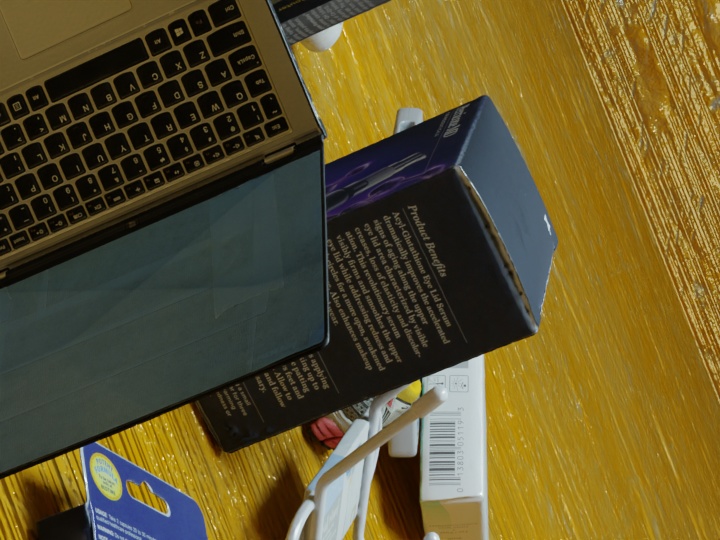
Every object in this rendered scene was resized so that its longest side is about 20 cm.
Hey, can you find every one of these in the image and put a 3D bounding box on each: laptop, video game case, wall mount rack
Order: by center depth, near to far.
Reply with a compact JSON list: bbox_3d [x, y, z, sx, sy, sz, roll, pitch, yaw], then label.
[{"bbox_3d":[-0.119,-0.039,0.799,0.201,0.186,0.116,67,16,-4],"label":"laptop"},{"bbox_3d":[0.016,0.116,1.121,0.200,0.074,0.175,-52,153,-65],"label":"wall mount rack"},{"bbox_3d":[0.032,0.004,1.365,0.182,0.022,0.201,-78,168,-73],"label":"video game case"}]

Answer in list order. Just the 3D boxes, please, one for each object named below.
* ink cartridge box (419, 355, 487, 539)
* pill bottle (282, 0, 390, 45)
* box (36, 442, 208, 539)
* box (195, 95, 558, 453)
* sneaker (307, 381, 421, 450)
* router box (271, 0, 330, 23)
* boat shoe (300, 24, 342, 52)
[{"bbox_3d":[0.070,0.135,1.413,0.200,0.050,0.162,85,5,-58],"label":"ink cartridge box"},{"bbox_3d":[-0.047,-0.198,1.220,0.111,0.199,0.111,58,18,-31],"label":"pill bottle"},{"bbox_3d":[-0.093,0.184,0.874,0.121,0.032,0.201,43,31,-57],"label":"box"},{"bbox_3d":[0.000,0.000,1.112,0.105,0.199,0.148,63,16,-14],"label":"box"},{"bbox_3d":[-0.015,0.011,1.267,0.078,0.082,0.201,21,48,-68],"label":"sneaker"},{"bbox_3d":[-0.088,-0.168,1.047,0.157,0.199,0.053,19,50,-68],"label":"router box"},{"bbox_3d":[-0.032,-0.249,1.563,0.086,0.074,0.203,53,24,-41],"label":"boat shoe"}]
